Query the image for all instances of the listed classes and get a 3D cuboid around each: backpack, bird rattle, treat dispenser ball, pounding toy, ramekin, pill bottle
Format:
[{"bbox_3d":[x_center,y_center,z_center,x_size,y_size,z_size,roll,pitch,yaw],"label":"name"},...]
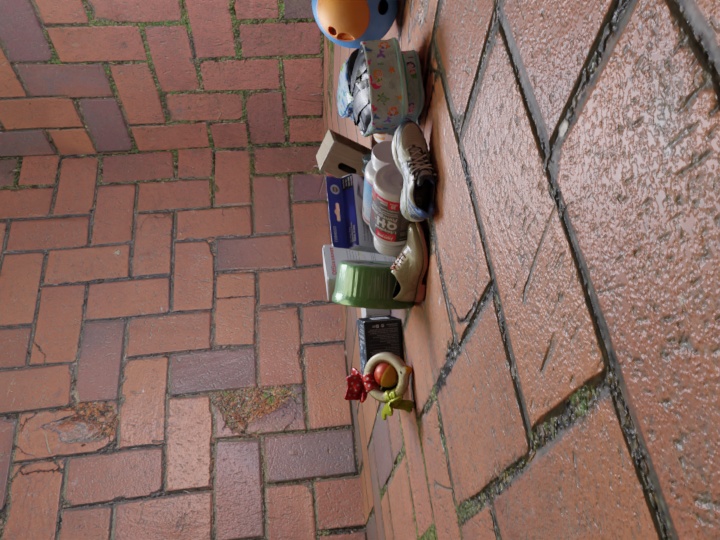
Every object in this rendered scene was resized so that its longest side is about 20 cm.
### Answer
[{"bbox_3d":[0.051,-0.374,1.262,0.200,0.150,0.179,78,-175,-87],"label":"backpack"},{"bbox_3d":[-0.002,-0.511,1.768,0.200,0.153,0.164,48,-150,-80],"label":"backpack"},{"bbox_3d":[0.058,0.291,1.616,0.200,0.112,0.164,29,100,38],"label":"bird rattle"},{"bbox_3d":[-0.013,-0.621,1.436,0.201,0.200,0.202,176,90,-83],"label":"treat dispenser ball"},{"bbox_3d":[-0.033,-0.320,1.950,0.143,0.199,0.184,-61,19,19],"label":"pounding toy"},{"bbox_3d":[0.033,0.030,1.488,0.200,0.199,0.098,-143,57,-81],"label":"ramekin"},{"bbox_3d":[0.076,-0.127,1.364,0.201,0.110,0.111,94,170,-50],"label":"pill bottle"},{"bbox_3d":[0.062,-0.197,1.450,0.201,0.108,0.109,94,170,-49],"label":"pill bottle"}]

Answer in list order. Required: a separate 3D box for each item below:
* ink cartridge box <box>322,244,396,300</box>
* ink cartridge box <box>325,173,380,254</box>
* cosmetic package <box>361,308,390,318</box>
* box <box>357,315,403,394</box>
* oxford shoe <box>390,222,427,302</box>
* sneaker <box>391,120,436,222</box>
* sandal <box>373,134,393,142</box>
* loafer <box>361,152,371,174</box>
[{"bbox_3d":[0.000,0.000,1.701,0.145,0.199,0.084,-101,11,-47],"label":"ink cartridge box"},{"bbox_3d":[0.013,-0.142,1.560,0.041,0.199,0.201,-30,60,50],"label":"ink cartridge box"},{"bbox_3d":[0.039,0.047,1.916,0.113,0.081,0.201,126,138,-80],"label":"cosmetic package"},{"bbox_3d":[0.057,0.234,1.756,0.148,0.106,0.201,168,98,-83],"label":"box"},{"bbox_3d":[0.103,-0.014,1.347,0.071,0.074,0.201,-106,14,-61],"label":"oxford shoe"},{"bbox_3d":[0.116,-0.194,1.213,0.085,0.077,0.201,-156,55,-71],"label":"sneaker"},{"bbox_3d":[0.054,-0.402,1.601,0.079,0.059,0.207,-102,10,-50],"label":"sandal"},{"bbox_3d":[0.045,-0.290,1.784,0.200,0.072,0.063,-93,-18,-65],"label":"loafer"}]
